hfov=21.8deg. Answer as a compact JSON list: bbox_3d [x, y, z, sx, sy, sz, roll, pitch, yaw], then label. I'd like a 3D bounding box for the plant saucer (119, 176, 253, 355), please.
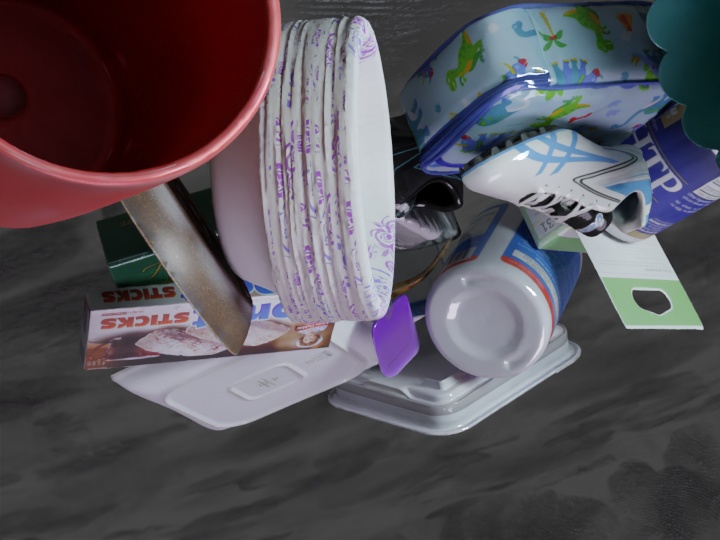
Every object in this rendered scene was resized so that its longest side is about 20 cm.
[{"bbox_3d":[-0.126,-0.035,1.248,0.032,0.201,0.200,-32,163,0],"label":"plant saucer"}]

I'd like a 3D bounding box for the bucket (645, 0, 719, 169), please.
[{"bbox_3d":[0.315,-0.170,1.318,0.134,0.208,0.207,-17,164,-26],"label":"bucket"}]

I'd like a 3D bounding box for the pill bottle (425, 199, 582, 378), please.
[{"bbox_3d":[0.135,0.002,1.651,0.112,0.112,0.200,-30,-167,30],"label":"pill bottle"}]

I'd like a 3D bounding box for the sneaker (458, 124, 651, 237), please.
[{"bbox_3d":[0.154,-0.064,1.403,0.199,0.073,0.072,2,158,-45],"label":"sneaker"}]

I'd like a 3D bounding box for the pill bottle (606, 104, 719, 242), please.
[{"bbox_3d":[0.281,-0.118,1.567,0.200,0.120,0.119,-32,159,35],"label":"pill bottle"}]

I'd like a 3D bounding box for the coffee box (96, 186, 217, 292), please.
[{"bbox_3d":[-0.130,0.004,1.476,0.122,0.044,0.200,-17,155,-2],"label":"coffee box"}]

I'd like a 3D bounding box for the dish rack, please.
[{"bbox_3d":[0.083,0.078,1.697,0.171,0.044,0.200,13,-148,44],"label":"dish rack"}]

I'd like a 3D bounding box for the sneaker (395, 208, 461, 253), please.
[{"bbox_3d":[0.026,-0.042,1.592,0.082,0.075,0.200,-25,163,13],"label":"sneaker"}]

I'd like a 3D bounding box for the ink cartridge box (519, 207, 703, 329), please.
[{"bbox_3d":[0.208,-0.028,1.626,0.048,0.201,0.145,-34,159,32],"label":"ink cartridge box"}]

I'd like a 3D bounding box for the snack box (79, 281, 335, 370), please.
[{"bbox_3d":[-0.116,0.038,1.448,0.199,0.024,0.072,-5,139,-18],"label":"snack box"}]

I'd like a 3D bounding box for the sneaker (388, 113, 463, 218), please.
[{"bbox_3d":[0.002,-0.080,1.447,0.199,0.080,0.075,-6,159,-35],"label":"sneaker"}]

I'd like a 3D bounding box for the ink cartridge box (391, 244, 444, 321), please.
[{"bbox_3d":[0.012,0.042,1.855,0.115,0.067,0.200,-16,163,-15],"label":"ink cartridge box"}]

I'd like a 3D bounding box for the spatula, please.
[{"bbox_3d":[0.000,0.000,1.553,0.020,0.201,0.057,-5,-149,45],"label":"spatula"}]

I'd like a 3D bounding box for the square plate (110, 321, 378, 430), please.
[{"bbox_3d":[-0.083,0.084,1.592,0.197,0.029,0.200,-23,158,13],"label":"square plate"}]

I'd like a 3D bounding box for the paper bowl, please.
[{"bbox_3d":[-0.038,-0.065,1.239,0.104,0.202,0.201,-2,165,8],"label":"paper bowl"}]

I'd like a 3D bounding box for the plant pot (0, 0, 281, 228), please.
[{"bbox_3d":[-0.167,-0.114,0.992,0.200,0.201,0.177,-10,171,-29],"label":"plant pot"}]

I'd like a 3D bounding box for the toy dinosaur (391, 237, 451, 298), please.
[{"bbox_3d":[-0.014,0.032,1.612,0.199,0.061,0.106,-13,169,-4],"label":"toy dinosaur"}]

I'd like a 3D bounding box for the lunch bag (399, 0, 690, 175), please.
[{"bbox_3d":[0.140,-0.136,1.425,0.199,0.083,0.161,-7,162,-34],"label":"lunch bag"}]
